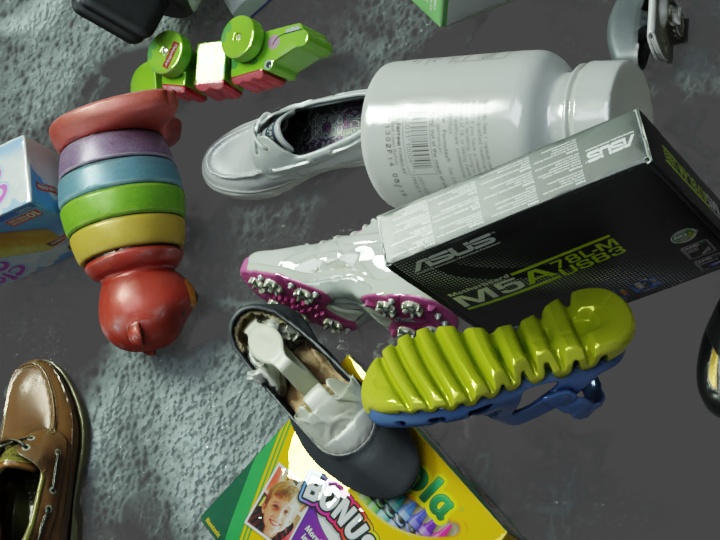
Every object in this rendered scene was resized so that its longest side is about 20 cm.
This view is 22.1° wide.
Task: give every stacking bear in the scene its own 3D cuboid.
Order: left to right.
[{"bbox_3d":[-0.189,-0.031,1.528,0.113,0.122,0.202,-10,78,-5],"label":"stacking bear"}]

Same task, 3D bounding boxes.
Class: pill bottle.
[{"bbox_3d":[0.110,-0.105,1.374,0.199,0.114,0.115,-1,72,30],"label":"pill bottle"}]

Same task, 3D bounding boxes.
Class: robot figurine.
[{"bbox_3d":[-0.172,-0.297,1.567,0.150,0.125,0.201,21,81,35],"label":"robot figurine"}]

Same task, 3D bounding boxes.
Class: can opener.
[{"bbox_3d":[0.218,-0.248,1.400,0.066,0.053,0.202,-5,69,28],"label":"can opener"}]

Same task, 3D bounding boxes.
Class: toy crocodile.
[{"bbox_3d":[-0.114,-0.171,1.558,0.199,0.067,0.062,-7,74,30],"label":"toy crocodile"}]

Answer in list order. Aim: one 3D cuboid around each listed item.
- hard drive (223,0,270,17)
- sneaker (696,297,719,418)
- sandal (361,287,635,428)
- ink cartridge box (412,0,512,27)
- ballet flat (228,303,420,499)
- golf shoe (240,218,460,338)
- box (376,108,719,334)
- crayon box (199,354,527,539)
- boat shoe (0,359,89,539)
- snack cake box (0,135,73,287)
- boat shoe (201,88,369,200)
[{"bbox_3d":[-0.101,-0.332,1.631,0.132,0.025,0.201,-39,58,13],"label":"hard drive"},{"bbox_3d":[0.277,0.003,1.252,0.070,0.090,0.201,28,88,34],"label":"sneaker"},{"bbox_3d":[0.100,0.081,1.304,0.198,0.087,0.080,-11,44,1],"label":"sandal"},{"bbox_3d":[0.042,-0.313,1.462,0.084,0.147,0.200,-25,52,-25],"label":"ink cartridge box"},{"bbox_3d":[-0.034,0.090,1.349,0.073,0.073,0.200,-48,55,7],"label":"ballet flat"},{"bbox_3d":[0.000,0.000,1.437,0.199,0.075,0.092,9,62,30],"label":"golf shoe"},{"bbox_3d":[0.142,-0.023,1.278,0.199,0.193,0.048,-21,64,22],"label":"box"},{"bbox_3d":[0.001,0.193,1.364,0.173,0.058,0.200,-48,56,7],"label":"crayon box"},{"bbox_3d":[-0.270,0.161,1.528,0.072,0.068,0.201,-22,62,23],"label":"boat shoe"},{"bbox_3d":[-0.333,-0.036,1.607,0.199,0.115,0.068,-22,63,22],"label":"snack cake box"},{"bbox_3d":[-0.052,-0.106,1.496,0.199,0.068,0.073,-4,70,29],"label":"boat shoe"}]
